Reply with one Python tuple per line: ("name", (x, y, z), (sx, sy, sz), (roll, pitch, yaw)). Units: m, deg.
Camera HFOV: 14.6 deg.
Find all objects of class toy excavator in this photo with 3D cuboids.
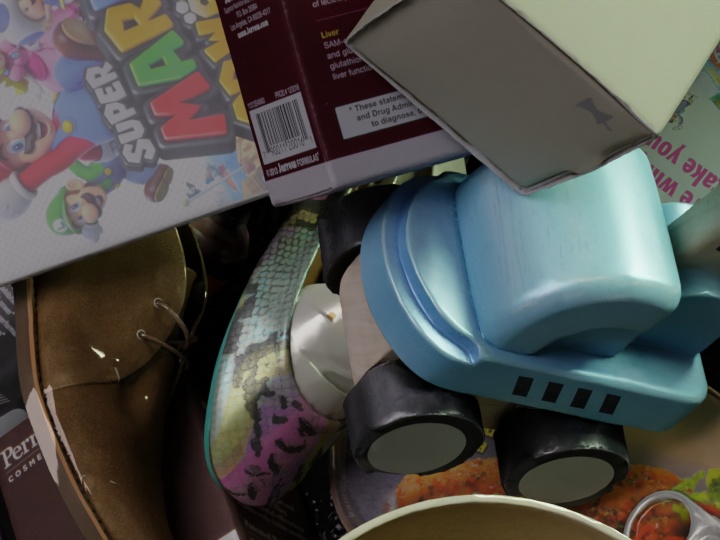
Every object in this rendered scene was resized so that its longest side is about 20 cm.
("toy excavator", (0.108, -0.004, 0.985), (0.200, 0.194, 0.100), (-46, 42, 44))

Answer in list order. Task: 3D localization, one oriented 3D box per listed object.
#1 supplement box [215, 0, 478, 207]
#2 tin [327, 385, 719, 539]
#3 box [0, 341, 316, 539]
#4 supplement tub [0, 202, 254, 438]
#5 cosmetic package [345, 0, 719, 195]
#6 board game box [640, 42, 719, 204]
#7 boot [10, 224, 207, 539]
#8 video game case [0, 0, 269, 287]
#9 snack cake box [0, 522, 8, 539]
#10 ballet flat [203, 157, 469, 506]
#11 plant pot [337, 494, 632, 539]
("supplement box", (-0.001, -0.133, 0.987), (0.061, 0.109, 0.201), (-12, 94, 66))
("tin", (0.074, 0.081, 1.064), (0.200, 0.042, 0.112), (23, 86, 41))
("box", (-0.068, 0.131, 1.115), (0.100, 0.075, 0.200), (-36, 50, 15))
("supplement tub", (-0.122, -0.006, 1.199), (0.200, 0.107, 0.107), (-42, 50, 11))
("cosmetic package", (0.094, -0.135, 0.942), (0.200, 0.087, 0.103), (-57, 15, -23))
("board game box", (0.148, -0.074, 1.092), (0.135, 0.034, 0.200), (-51, 49, 2))
("boot", (-0.092, 0.032, 1.087), (0.075, 0.074, 0.200), (-18, 67, 3))
("video game case", (-0.078, -0.089, 1.049), (0.200, 0.018, 0.143), (-19, 93, 10))
("snack cake box", (-0.171, 0.189, 1.102), (0.115, 0.067, 0.200), (-20, 35, -6))
("ballet flat", (0.000, 0.000, 1.098), (0.071, 0.069, 0.200), (-3, 53, 39))
("plant pot", (0.029, 0.192, 0.961), (0.134, 0.200, 0.201), (133, 145, -60))
